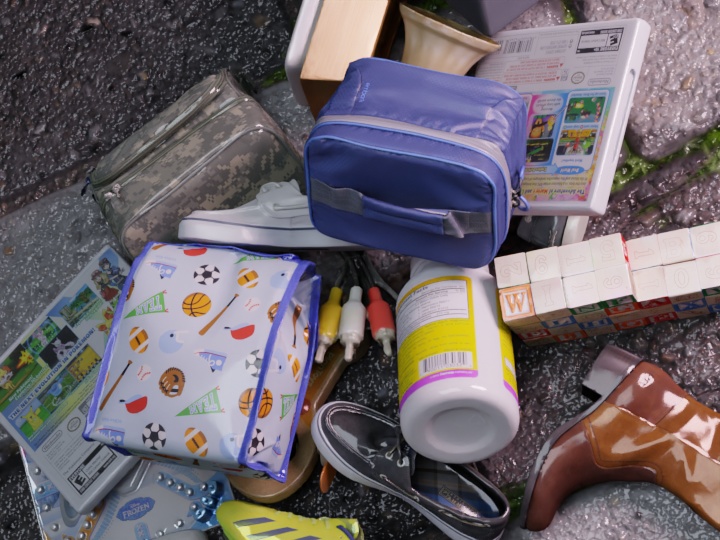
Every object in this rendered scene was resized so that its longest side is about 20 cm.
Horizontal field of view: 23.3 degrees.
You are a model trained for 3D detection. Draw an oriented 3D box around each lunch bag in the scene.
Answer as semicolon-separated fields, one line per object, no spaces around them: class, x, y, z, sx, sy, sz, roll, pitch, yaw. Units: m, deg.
lunch bag;0.054;-0.085;1.528;0.200;0.136;0.132;12;50;16
lunch bag;-0.134;0.076;1.569;0.170;0.124;0.200;6;77;19
lunch bag;-0.162;-0.091;1.696;0.200;0.139;0.168;-38;40;4

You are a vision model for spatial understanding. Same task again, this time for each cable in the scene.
cable;0.000;0.000;1.650;0.097;0.050;0.200;-4;64;0

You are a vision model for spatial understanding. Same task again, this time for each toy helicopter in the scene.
toy helicopter;-0.048;0.129;1.634;0.132;0.079;0.200;26;72;28

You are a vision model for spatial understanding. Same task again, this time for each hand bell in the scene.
hand bell;0.048;-0.144;1.674;0.104;0.104;0.200;28;104;22

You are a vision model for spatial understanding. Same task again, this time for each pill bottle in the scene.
pill bottle;0.084;0.066;1.561;0.104;0.104;0.200;-14;44;13

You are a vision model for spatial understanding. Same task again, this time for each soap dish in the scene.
soap dish;-0.004;-0.249;1.680;0.081;0.157;0.200;16;81;7

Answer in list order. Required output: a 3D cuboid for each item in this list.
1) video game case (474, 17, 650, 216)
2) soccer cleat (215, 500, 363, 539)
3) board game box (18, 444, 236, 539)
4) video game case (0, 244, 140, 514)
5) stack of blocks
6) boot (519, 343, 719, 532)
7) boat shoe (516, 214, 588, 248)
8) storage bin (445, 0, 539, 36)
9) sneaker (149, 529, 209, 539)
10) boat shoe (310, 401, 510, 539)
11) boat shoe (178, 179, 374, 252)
video game case;0.167;-0.139;1.611;0.200;0.024;0.182;3;74;50
soccer cleat;-0.038;0.251;1.595;0.200;0.065;0.084;28;102;16
board game box;-0.237;0.181;1.702;0.200;0.026;0.200;-23;70;11
video game case;-0.257;0.105;1.704;0.200;0.022;0.182;-47;67;1
stack of blocks;0.230;0.011;1.553;0.200;0.115;0.059;-11;72;14
boot;0.259;0.189;1.538;0.200;0.068;0.188;31;79;15
boat shoe;0.193;-0.116;1.622;0.062;0.073;0.200;12;84;16
storage bin;0.125;-0.322;1.618;0.134;0.200;0.146;-41;67;-7
sneaker;-0.225;0.327;1.630;0.200;0.074;0.118;-21;64;9
boat shoe;0.048;0.175;1.560;0.200;0.066;0.070;37;58;6
boat shoe;-0.069;-0.052;1.619;0.200;0.074;0.066;1;85;-14
